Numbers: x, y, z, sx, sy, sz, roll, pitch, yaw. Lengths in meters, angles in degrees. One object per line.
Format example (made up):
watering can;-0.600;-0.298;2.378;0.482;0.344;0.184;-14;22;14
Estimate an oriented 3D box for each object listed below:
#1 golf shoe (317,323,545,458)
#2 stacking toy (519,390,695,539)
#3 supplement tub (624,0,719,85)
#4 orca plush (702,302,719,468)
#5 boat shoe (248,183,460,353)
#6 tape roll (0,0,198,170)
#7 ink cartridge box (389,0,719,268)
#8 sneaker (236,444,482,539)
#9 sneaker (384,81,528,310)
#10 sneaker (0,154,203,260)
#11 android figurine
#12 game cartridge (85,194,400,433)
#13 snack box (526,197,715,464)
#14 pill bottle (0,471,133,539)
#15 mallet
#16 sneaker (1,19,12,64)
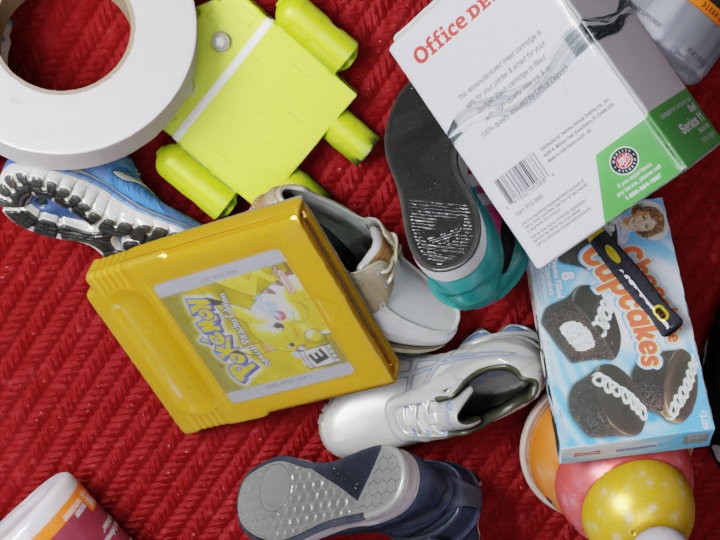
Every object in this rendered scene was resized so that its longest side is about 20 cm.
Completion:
golf shoe;0.056;0.103;1.188;0.199;0.097;0.079;-24;103;7
stacking toy;0.207;0.176;1.138;0.145;0.200;0.147;-2;115;-4
supplement tub;0.258;-0.250;1.099;0.122;0.123;0.201;34;100;-6
orca plush;0.323;0.079;1.193;0.104;0.071;0.202;17;101;-3
boat shoe;0.000;0.000;1.158;0.199;0.075;0.068;26;136;-19
tape roll;-0.220;-0.173;1.104;0.201;0.037;0.205;1;74;-4
ink cartridge box;0.136;-0.128;1.062;0.146;0.083;0.201;-36;87;39
sneaker;0.007;0.194;1.217;0.201;0.146;0.078;-13;67;41
sneaker;0.078;-0.049;1.149;0.083;0.201;0.121;-14;142;15
sneaker;-0.182;-0.055;1.162;0.199;0.090;0.078;29;135;-26
android figurine;-0.087;-0.134;1.169;0.200;0.041;0.182;41;99;-9
game cartridge;-0.093;0.042;1.150;0.199;0.033;0.177;-17;124;22
snack box;0.194;0.044;1.145;0.115;0.037;0.202;-8;61;2
pill bottle;-0.215;0.274;1.216;0.114;0.114;0.200;-40;99;8
mallet;0.170;-0.026;1.145;0.066;0.041;0.201;-31;69;7
sneaker;-0.316;-0.185;1.152;0.088;0.075;0.201;-32;106;-6
